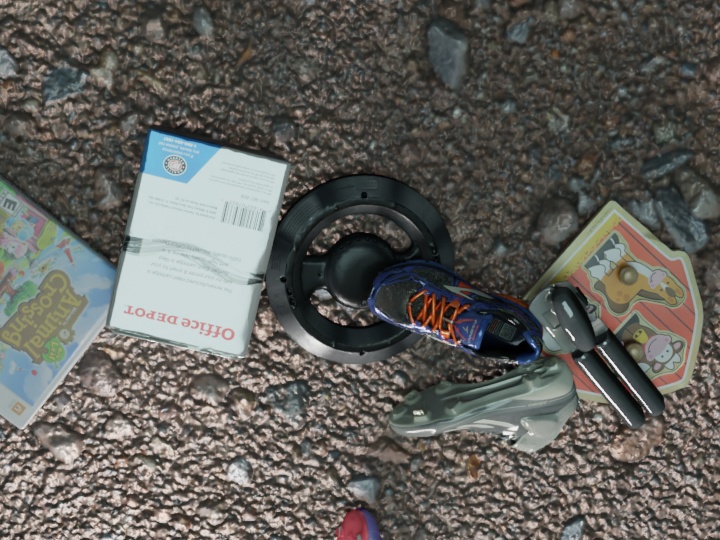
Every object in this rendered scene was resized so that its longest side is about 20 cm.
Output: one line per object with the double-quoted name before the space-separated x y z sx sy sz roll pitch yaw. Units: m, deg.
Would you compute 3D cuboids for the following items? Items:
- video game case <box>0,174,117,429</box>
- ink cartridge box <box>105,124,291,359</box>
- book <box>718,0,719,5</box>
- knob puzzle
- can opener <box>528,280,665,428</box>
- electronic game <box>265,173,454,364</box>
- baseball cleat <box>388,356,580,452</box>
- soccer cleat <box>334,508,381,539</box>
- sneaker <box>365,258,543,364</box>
"video game case" -0.359 0.034 1.527 0.181 0.022 0.201 38 99 -11
"ink cartridge box" -0.162 -0.029 1.480 0.143 0.084 0.203 13 96 -8
"book" 0.404 -0.338 1.471 0.132 0.048 0.202 -23 102 -1
"knob puzzle" 0.275 0.057 1.562 0.216 0.030 0.223 -1 103 -3
"can opener" 0.242 0.090 1.525 0.052 0.067 0.200 -32 118 21
"electronic game" 0.000 0.000 1.527 0.197 0.042 0.203 -3 108 -10
"baseball cleat" 0.133 0.157 1.560 0.197 0.070 0.107 -16 120 11
"soccer cleat" 0.016 0.350 1.610 0.076 0.066 0.203 -10 100 -33
"sneaker" 0.101 0.044 1.495 0.197 0.079 0.076 15 104 -13
